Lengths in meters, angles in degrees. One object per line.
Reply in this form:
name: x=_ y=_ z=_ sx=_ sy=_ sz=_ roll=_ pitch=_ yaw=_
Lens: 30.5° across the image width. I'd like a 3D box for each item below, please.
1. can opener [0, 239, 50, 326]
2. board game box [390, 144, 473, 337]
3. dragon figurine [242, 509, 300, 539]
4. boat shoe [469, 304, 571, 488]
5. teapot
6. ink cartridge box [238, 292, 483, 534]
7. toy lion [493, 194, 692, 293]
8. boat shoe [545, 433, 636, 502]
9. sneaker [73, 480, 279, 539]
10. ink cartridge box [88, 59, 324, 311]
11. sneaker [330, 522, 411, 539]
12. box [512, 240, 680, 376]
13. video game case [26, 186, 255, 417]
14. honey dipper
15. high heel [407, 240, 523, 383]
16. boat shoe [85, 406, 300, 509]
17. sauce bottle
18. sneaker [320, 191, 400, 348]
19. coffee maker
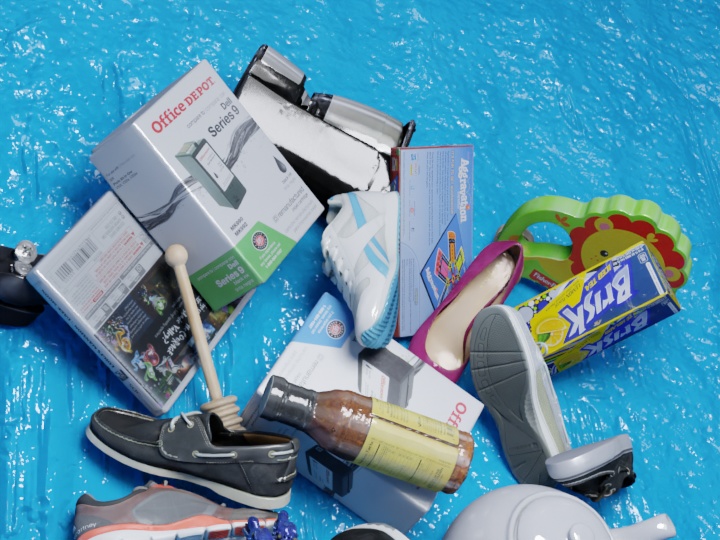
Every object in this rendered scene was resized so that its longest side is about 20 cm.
can opener: x=-0.280 y=0.017 z=1.270 sx=0.198 sy=0.079 sz=0.064 roll=11 pitch=52 yaw=-33
board game box: x=0.077 y=-0.033 z=1.431 sx=0.102 sy=0.019 sz=0.202 roll=-5 pitch=100 yaw=-33
dragon figurine: x=-0.081 y=0.310 z=1.132 sx=0.058 sy=0.100 sz=0.202 roll=6 pitch=60 yaw=-23
boat shoe: x=0.172 y=0.128 z=1.380 sx=0.065 sy=0.074 sz=0.204 roll=-30 pitch=102 yaw=-50
teapot: x=0.171 y=0.281 z=1.253 sx=0.196 sy=0.146 sz=0.201 roll=33 pitch=49 yaw=-1
ink cartridge box: x=0.001 y=0.143 z=1.304 sx=0.199 sy=0.084 sz=0.145 roll=35 pitch=52 yaw=0
toy lion: x=0.263 y=-0.020 z=1.487 sx=0.199 sy=0.192 sz=0.069 roll=30 pitch=48 yaw=-3
boat shoe: x=0.245 y=0.205 z=1.352 sx=0.200 sy=0.068 sz=0.057 roll=3 pitch=69 yaw=-65
sneaker: x=-0.161 y=0.218 z=1.180 sx=0.198 sy=0.077 sz=0.082 roll=3 pitch=46 yaw=-28
ink cartridge box: x=-0.151 y=-0.087 z=1.321 sx=0.200 sy=0.084 sz=0.146 roll=51 pitch=41 yaw=-13
sneaker: x=0.018 y=0.278 z=1.157 sx=0.087 sy=0.199 sz=0.077 roll=-4 pitch=102 yaw=-40
box: x=0.237 y=0.051 z=1.423 sx=0.064 sy=0.199 sz=0.071 roll=34 pitch=31 yaw=-57
video game case: x=-0.207 y=0.013 z=1.288 sx=0.182 sy=0.023 sz=0.200 roll=49 pitch=41 yaw=-14
honey dipper: x=-0.150 y=0.072 z=1.267 sx=0.038 sy=0.038 sz=0.202 roll=-12 pitch=85 yaw=-33
high heel: x=0.106 y=0.054 z=1.388 sx=0.067 sy=0.096 sz=0.201 roll=29 pitch=71 yaw=-3
boat shoe: x=-0.152 y=0.155 z=1.208 sx=0.198 sy=0.068 sz=0.072 roll=16 pitch=19 yaw=6
sauce bottle: x=0.005 y=0.146 z=1.212 sx=0.198 sy=0.066 sz=0.066 roll=22 pitch=49 yaw=-9
sneaker: x=0.000 y=0.000 z=1.318 sx=0.080 sy=0.077 sz=0.201 roll=1 pitch=42 yaw=0
coffee maker: x=-0.063 y=-0.124 z=1.437 sx=0.198 sy=0.135 sz=0.193 roll=25 pitch=50 yaw=-7
